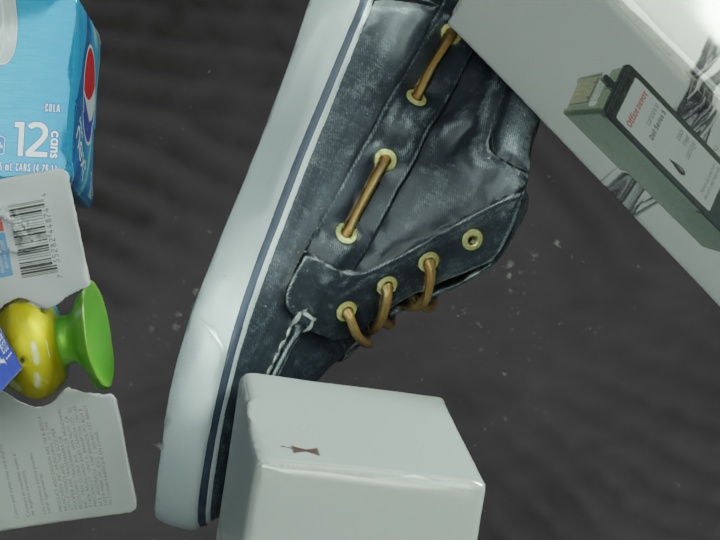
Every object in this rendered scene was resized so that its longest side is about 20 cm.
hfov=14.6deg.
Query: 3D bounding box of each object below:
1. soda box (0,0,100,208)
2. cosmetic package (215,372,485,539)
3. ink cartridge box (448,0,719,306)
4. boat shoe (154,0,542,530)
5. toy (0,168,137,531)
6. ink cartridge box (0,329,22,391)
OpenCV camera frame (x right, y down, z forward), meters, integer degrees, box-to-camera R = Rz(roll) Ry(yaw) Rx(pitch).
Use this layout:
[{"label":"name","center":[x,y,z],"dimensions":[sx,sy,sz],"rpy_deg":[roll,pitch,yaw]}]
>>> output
[{"label":"soda box","center":[-0.190,-0.060,0.947],"dimensions":[0.198,0.068,0.065],"rpy_deg":[2,84,1]},{"label":"cosmetic package","center":[-0.016,0.144,0.876],"dimensions":[0.071,0.101,0.202],"rpy_deg":[7,102,-7]},{"label":"ink cartridge box","center":[0.151,-0.068,0.913],"dimensions":[0.200,0.084,0.145],"rpy_deg":[47,61,6]},{"label":"boat shoe","center":[0.000,0.000,0.937],"dimensions":[0.090,0.071,0.202],"rpy_deg":[19,83,4]},{"label":"toy","center":[-0.176,0.035,0.941],"dimensions":[0.198,0.047,0.116],"rpy_deg":[-9,101,13]},{"label":"ink cartridge box","center":[-0.218,0.034,0.900],"dimensions":[0.199,0.044,0.095],"rpy_deg":[-24,100,15]}]
